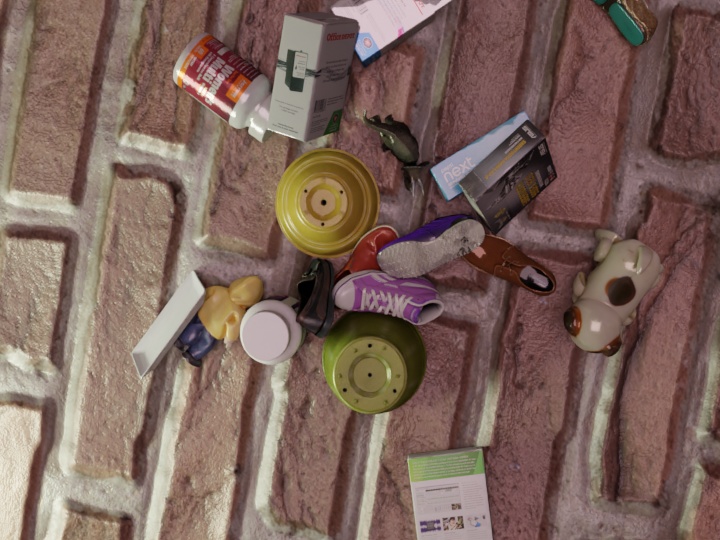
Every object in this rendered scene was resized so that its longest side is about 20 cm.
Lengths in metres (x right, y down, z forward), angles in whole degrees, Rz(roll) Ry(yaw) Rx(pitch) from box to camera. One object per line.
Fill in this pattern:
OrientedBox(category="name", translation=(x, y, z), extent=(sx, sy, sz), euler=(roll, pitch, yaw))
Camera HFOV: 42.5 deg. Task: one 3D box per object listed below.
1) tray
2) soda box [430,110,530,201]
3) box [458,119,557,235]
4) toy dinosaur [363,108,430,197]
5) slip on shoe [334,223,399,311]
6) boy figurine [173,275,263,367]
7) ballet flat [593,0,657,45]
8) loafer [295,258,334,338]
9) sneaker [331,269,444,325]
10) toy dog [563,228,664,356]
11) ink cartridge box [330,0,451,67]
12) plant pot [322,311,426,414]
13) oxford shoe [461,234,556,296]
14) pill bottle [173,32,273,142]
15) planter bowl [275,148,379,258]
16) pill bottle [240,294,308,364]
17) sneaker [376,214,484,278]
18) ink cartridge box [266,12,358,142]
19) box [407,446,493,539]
OrientedBox(category="tray", translation=(-0.349, 0.101, 1.707), extent=(0.022, 0.107, 0.201), euler=(35, 94, -30))
OrientedBox(category="soda box", translation=(0.225, -0.205, 1.671), extent=(0.198, 0.064, 0.069), euler=(-31, 90, 5))
OrientedBox(category="box", translation=(0.260, -0.157, 1.604), extent=(0.158, 0.200, 0.048), euler=(-43, 67, 3))
OrientedBox(category="toy dinosaur", translation=(0.071, -0.231, 1.646), extent=(0.077, 0.201, 0.102), euler=(-40, 52, -6))
OrientedBox(category="slip on shoe", translation=(0.000, 0.000, 1.688), extent=(0.074, 0.061, 0.200), euler=(42, 96, -13))
OrientedBox(category="boy figurine", translation=(-0.261, 0.080, 1.711), extent=(0.200, 0.064, 0.124), euler=(-47, 67, 1))
OrientedBox(category="ballet flat", translation=(0.459, -0.493, 1.654), extent=(0.065, 0.070, 0.201), euler=(-38, 93, -23))
OrientedBox(category="loafer", translation=(-0.084, 0.035, 1.634), extent=(0.062, 0.201, 0.072), euler=(22, 120, -19))
OrientedBox(category="sneaker", translation=(0.054, 0.052, 1.634), extent=(0.197, 0.115, 0.074), euler=(-4, 117, -17))
OrientedBox(category="toy dog", translation=(0.440, 0.052, 1.613), extent=(0.138, 0.194, 0.202), euler=(33, 88, -11))
OrientedBox(category="ink cartridge box", translation=(0.058, -0.473, 1.666), extent=(0.198, 0.068, 0.116), euler=(-32, 90, 5))
OrientedBox(category="plant pot", translation=(0.022, 0.170, 1.635), extent=(0.196, 0.193, 0.205), euler=(0, 92, 3))
OrientedBox(category="oxford shoe", translation=(0.268, -0.014, 1.675), extent=(0.197, 0.071, 0.072), euler=(24, 95, 4))
OrientedBox(category="pill bottle", translation=(-0.230, -0.327, 1.668), extent=(0.199, 0.110, 0.110), euler=(37, 94, 1))
OrientedBox(category="planter bowl", translation=(-0.063, -0.123, 1.681), extent=(0.196, 0.083, 0.205), euler=(0, 93, 3))
OrientedBox(category="pill bottle", translation=(-0.153, 0.105, 1.638), extent=(0.109, 0.200, 0.114), euler=(0, 92, 3))
OrientedBox(category="sneaker", translation=(0.124, -0.050, 1.668), extent=(0.197, 0.100, 0.071), euler=(-18, 112, 5))
OrientedBox(category="ink cartridge box", translation=(-0.082, -0.341, 1.610), extent=(0.082, 0.146, 0.203), euler=(20, 112, 19))
OrientedBox(category="box", translation=(0.169, 0.436, 1.719), extent=(0.141, 0.036, 0.204), euler=(-7, 93, 3))
